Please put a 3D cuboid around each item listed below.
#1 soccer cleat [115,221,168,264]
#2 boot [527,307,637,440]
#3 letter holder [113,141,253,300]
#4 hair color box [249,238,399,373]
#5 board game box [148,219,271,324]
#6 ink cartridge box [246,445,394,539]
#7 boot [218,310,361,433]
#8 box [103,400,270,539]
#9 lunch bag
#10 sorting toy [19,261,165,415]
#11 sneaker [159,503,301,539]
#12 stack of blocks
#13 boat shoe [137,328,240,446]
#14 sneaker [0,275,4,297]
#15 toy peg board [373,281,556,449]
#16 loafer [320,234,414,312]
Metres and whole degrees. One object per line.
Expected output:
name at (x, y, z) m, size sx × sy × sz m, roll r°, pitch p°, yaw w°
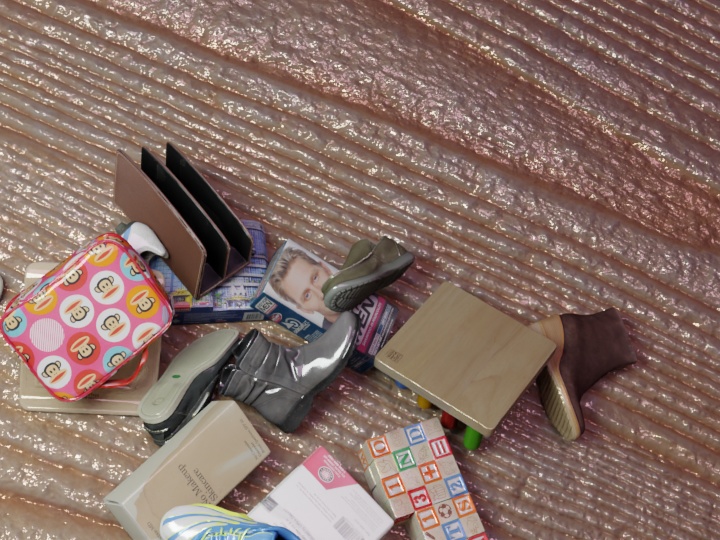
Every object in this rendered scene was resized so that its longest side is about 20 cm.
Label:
soccer cleat at (-0.344, 0.027, 1.483) m, size 0.086 × 0.070 × 0.201 m, roll 37°, pitch 93°, yaw 6°
boot at (0.351, 0.150, 1.633) m, size 0.164 × 0.073 × 0.202 m, roll -8°, pitch 61°, yaw -16°
letter holder at (-0.246, -0.088, 1.497) m, size 0.100 × 0.143 × 0.200 m, roll -35°, pitch 74°, yaw -27°
hair color box at (-0.051, 0.053, 1.564) m, size 0.199 × 0.060 × 0.101 m, roll 32°, pitch 57°, yaw -13°
board game box at (-0.231, -0.024, 1.585) m, size 0.197 × 0.062 × 0.202 m, roll -2°, pitch 64°, yaw -15°
ink cartridge box at (-0.077, 0.356, 1.406) m, size 0.146 × 0.085 × 0.200 m, roll 44°, pitch 60°, yaw 11°
boot at (-0.098, 0.116, 1.475) m, size 0.131 × 0.070 × 0.201 m, roll 35°, pitch 90°, yaw -17°
box at (-0.225, 0.268, 1.403) m, size 0.200 × 0.077 × 0.095 m, roll -43°, pitch 106°, yaw -29°
lunch bag at (-0.344, 0.070, 1.394) m, size 0.199 × 0.082 × 0.177 m, roll -36°, pitch 106°, yaw -3°
sorting toy at (-0.363, 0.092, 1.456) m, size 0.183 × 0.036 × 0.203 m, roll 4°, pitch 100°, yaw -12°
sneaker at (-0.144, 0.322, 1.299) m, size 0.198 × 0.105 × 0.076 m, roll 17°, pitch 60°, yaw -5°
stack of blocks at (0.087, 0.319, 1.483) m, size 0.114 × 0.059 × 0.202 m, roll -15°, pitch 67°, yaw -21°
boat shoe at (-0.231, 0.157, 1.494) m, size 0.071 × 0.068 × 0.200 m, roll 5°, pitch 41°, yaw 34°
sneaker at (-0.572, 0.046, 1.440) m, size 0.198 × 0.094 × 0.071 m, roll -28°, pitch 72°, yaw -25°
toy peg board at (0.149, 0.149, 1.574) m, size 0.198 × 0.099 × 0.200 m, roll 30°, pitch 48°, yaw 21°
loafer at (0.000, 0.000, 1.541) m, size 0.070 × 0.075 × 0.199 m, roll 48°, pitch 34°, yaw 12°
